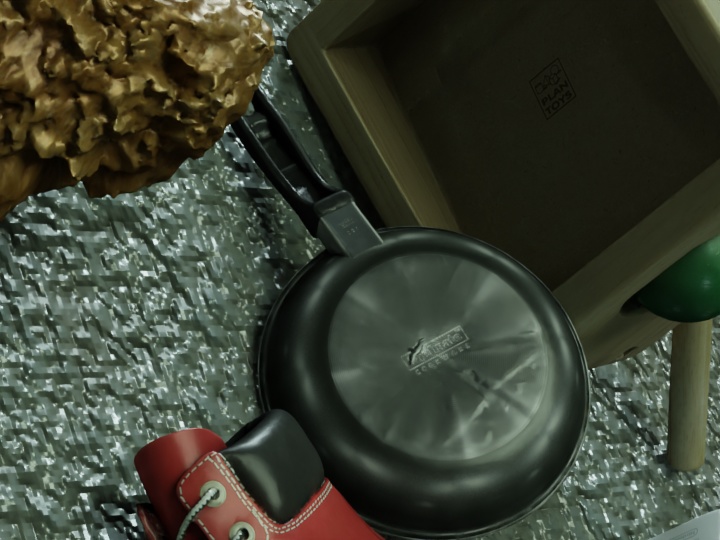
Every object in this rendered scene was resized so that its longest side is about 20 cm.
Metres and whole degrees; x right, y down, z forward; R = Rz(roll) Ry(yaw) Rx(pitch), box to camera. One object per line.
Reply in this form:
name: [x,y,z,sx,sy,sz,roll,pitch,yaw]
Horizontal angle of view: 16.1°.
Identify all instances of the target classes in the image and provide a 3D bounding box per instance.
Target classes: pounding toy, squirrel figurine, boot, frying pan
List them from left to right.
squirrel figurine: [-0.125,-0.106,0.723,0.186,0.141,0.201,8,56,-41]
boot: [-0.030,0.126,0.726,0.144,0.072,0.200,50,27,-13]
frying pan: [0.017,0.000,0.864,0.114,0.031,0.191,-4,66,-13]
pounding toy: [0.099,-0.043,0.936,0.142,0.184,0.201,-10,66,-51]

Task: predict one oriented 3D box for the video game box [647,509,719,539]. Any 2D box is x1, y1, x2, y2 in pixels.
video game box: [0.174,0.215,0.935,0.200,0.047,0.183,40,41,-26]
